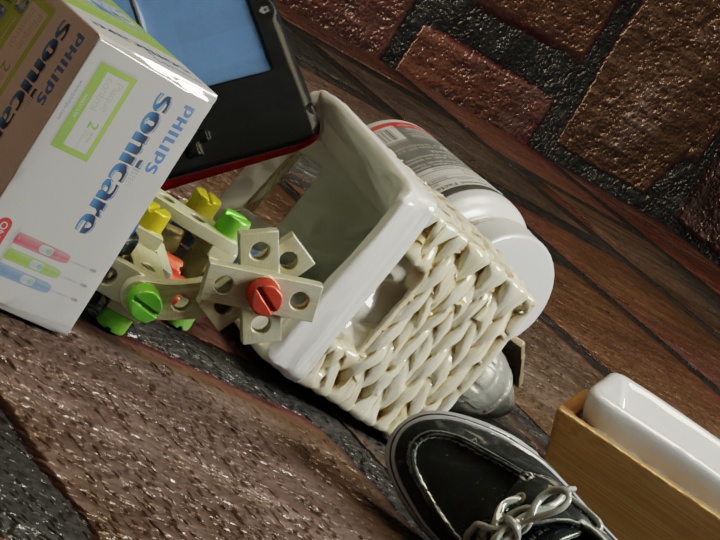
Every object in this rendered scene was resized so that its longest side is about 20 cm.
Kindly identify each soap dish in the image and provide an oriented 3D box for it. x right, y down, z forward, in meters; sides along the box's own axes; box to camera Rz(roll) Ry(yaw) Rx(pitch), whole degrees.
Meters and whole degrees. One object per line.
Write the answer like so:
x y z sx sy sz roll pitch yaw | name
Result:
0.209 0.152 1.607 0.200 0.081 0.157 34 9 9 | soap dish

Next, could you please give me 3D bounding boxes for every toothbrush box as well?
-0.183 -0.084 1.279 0.086 0.146 0.200 25 12 -43 | toothbrush box

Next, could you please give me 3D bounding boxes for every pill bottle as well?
0.059 -0.028 1.944 0.114 0.114 0.200 26 12 -39 | pill bottle

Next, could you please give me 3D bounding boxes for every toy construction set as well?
-0.101 -0.003 1.350 0.131 0.092 0.200 30 -2 -22 | toy construction set

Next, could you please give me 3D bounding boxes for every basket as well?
0.000 0.000 1.505 0.123 0.136 0.200 39 6 -26 | basket

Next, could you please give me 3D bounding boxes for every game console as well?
-0.134 -0.135 1.535 0.031 0.176 0.200 79 -8 -61 | game console

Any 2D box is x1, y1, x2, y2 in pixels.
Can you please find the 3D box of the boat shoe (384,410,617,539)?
0.088 0.140 1.270 0.199 0.074 0.068 46 -2 19 | boat shoe

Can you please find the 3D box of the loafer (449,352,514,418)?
0.022 0.038 1.638 0.200 0.070 0.070 38 -8 37 | loafer

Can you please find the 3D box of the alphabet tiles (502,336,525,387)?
0.045 0.026 1.743 0.167 0.008 0.200 35 -9 10 | alphabet tiles
